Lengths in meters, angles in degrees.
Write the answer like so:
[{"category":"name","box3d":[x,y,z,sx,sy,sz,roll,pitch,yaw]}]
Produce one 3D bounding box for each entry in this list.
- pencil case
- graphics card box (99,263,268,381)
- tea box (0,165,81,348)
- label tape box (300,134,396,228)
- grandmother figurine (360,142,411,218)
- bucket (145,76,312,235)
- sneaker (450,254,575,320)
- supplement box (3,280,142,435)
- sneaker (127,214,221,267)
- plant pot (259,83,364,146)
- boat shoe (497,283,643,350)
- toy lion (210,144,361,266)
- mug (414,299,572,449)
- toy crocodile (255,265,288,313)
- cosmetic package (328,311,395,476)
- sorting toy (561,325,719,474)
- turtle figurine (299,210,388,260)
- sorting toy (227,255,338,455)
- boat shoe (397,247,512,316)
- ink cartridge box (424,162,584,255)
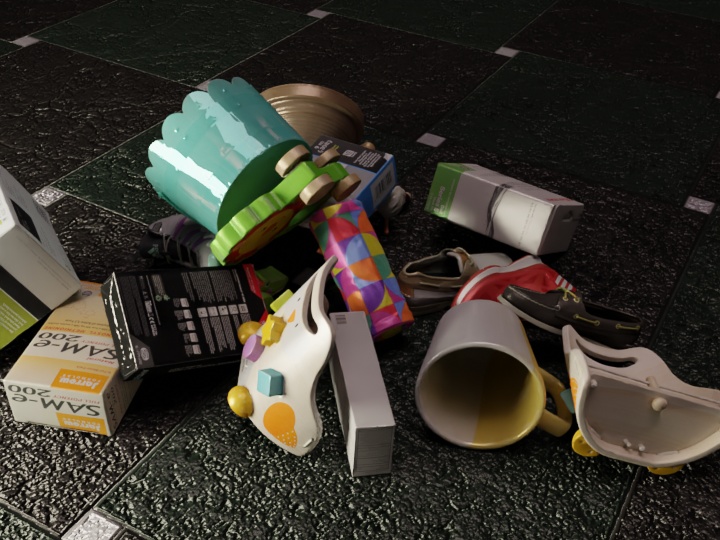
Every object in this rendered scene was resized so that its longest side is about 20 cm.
[{"category":"pencil case","box3d":[0.000,0.000,1.151,0.088,0.088,0.200,-17,77,-25]},{"category":"graphics card box","box3d":[-0.210,0.061,1.057,0.200,0.051,0.126,-5,70,-42]},{"category":"tea box","box3d":[-0.500,-0.009,1.098,0.197,0.134,0.200,-37,45,-5]},{"category":"label tape box","box3d":[-0.065,-0.138,1.304,0.200,0.066,0.143,21,53,25]},{"category":"grandmother figurine","box3d":[0.036,-0.146,1.420,0.121,0.061,0.200,24,24,-19]},{"category":"bucket","box3d":[-0.174,-0.145,1.171,0.135,0.207,0.207,42,50,20]},{"category":"sneaker","box3d":[0.224,0.045,1.177,0.200,0.078,0.115,-28,45,-32]},{"category":"supplement box","box3d":[-0.335,0.103,1.066,0.126,0.074,0.200,6,37,6]},{"category":"sneaker","box3d":[-0.270,-0.027,1.247,0.140,0.078,0.200,-10,24,-12]},{"category":"plant pot","box3d":[-0.096,-0.224,1.458,0.201,0.201,0.093,4,67,1]},{"category":"boat shoe","box3d":[0.277,0.055,1.119,0.201,0.061,0.072,22,17,-14]},{"category":"toy lion","box3d":[-0.107,-0.078,1.133,0.069,0.192,0.200,50,17,6]},{"category":"mug","box3d":[0.154,0.126,1.043,0.149,0.187,0.153,-24,22,19]},{"category":"toy crocodile","box3d":[-0.183,0.042,1.164,0.200,0.062,0.067,-28,51,-35]},{"category":"cosmetic package","box3d":[-0.001,0.143,1.027,0.051,0.083,0.200,-2,37,-11]},{"category":"sorting toy","box3d":[0.314,0.134,1.013,0.200,0.107,0.180,17,30,-11]},{"category":"turtle figurine","box3d":[-0.050,-0.073,1.328,0.161,0.064,0.200,16,39,17]},{"category":"sorting toy","box3d":[-0.069,0.077,0.986,0.107,0.180,0.200,19,44,-19]},{"category":"boat shoe","box3d":[0.142,0.006,1.230,0.200,0.068,0.075,-18,42,-26]},{"category":"ink cartridge box","box3d":[0.224,-0.098,1.321,0.200,0.084,0.145,25,17,28]}]
